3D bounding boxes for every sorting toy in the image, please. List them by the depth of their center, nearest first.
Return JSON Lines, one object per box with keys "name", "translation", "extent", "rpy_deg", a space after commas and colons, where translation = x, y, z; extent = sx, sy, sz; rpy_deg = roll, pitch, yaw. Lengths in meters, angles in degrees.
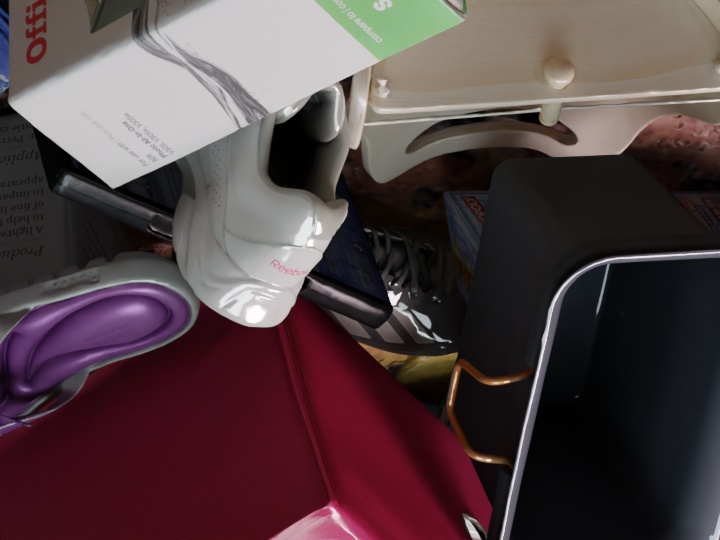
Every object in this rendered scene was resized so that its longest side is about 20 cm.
{"name": "sorting toy", "translation": [0.076, -0.092, 1.476], "extent": [0.200, 0.107, 0.180], "rpy_deg": [-4, 154, -11]}

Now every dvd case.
{"name": "dvd case", "translation": [-0.080, -0.052, 1.468], "extent": [0.200, 0.143, 0.018], "rpy_deg": [24, 119, -33]}

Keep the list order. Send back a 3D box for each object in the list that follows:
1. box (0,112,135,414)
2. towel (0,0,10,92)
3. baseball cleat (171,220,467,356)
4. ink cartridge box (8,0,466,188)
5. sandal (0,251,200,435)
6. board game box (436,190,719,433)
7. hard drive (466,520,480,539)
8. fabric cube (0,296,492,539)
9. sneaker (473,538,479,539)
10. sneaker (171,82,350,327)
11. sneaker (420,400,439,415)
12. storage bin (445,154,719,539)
{"name": "box", "translation": [-0.220, 0.034, 1.577], "extent": [0.199, 0.131, 0.200], "rpy_deg": [-9, 143, 7]}
{"name": "towel", "translation": [-0.251, -0.107, 1.416], "extent": [0.145, 0.024, 0.200], "rpy_deg": [41, 136, -13]}
{"name": "baseball cleat", "translation": [0.000, 0.000, 1.594], "extent": [0.200, 0.070, 0.106], "rpy_deg": [3, 159, -10]}
{"name": "ink cartridge box", "translation": [-0.060, -0.146, 1.337], "extent": [0.200, 0.146, 0.084], "rpy_deg": [-25, 139, 25]}
{"name": "sandal", "translation": [-0.168, 0.049, 1.451], "extent": [0.202, 0.050, 0.082], "rpy_deg": [-29, 134, 28]}
{"name": "board game box", "translation": [0.116, 0.034, 1.601], "extent": [0.200, 0.062, 0.200], "rpy_deg": [13, 117, -28]}
{"name": "hard drive", "translation": [0.049, 0.136, 1.769], "extent": [0.200, 0.026, 0.132], "rpy_deg": [14, -179, -23]}
{"name": "fabric cube", "translation": [-0.049, 0.154, 1.476], "extent": [0.200, 0.196, 0.199], "rpy_deg": [-34, 126, 14]}
{"name": "sneaker", "translation": [0.087, 0.197, 1.798], "extent": [0.104, 0.076, 0.200], "rpy_deg": [16, -173, 23]}
{"name": "sneaker", "translation": [-0.047, -0.076, 1.396], "extent": [0.078, 0.200, 0.099], "rpy_deg": [14, 136, -43]}
{"name": "sneaker", "translation": [0.115, 0.082, 1.735], "extent": [0.200, 0.111, 0.077], "rpy_deg": [19, -171, 18]}
{"name": "storage bin", "translation": [0.104, 0.043, 1.477], "extent": [0.145, 0.134, 0.200], "rpy_deg": [-3, 122, -21]}
